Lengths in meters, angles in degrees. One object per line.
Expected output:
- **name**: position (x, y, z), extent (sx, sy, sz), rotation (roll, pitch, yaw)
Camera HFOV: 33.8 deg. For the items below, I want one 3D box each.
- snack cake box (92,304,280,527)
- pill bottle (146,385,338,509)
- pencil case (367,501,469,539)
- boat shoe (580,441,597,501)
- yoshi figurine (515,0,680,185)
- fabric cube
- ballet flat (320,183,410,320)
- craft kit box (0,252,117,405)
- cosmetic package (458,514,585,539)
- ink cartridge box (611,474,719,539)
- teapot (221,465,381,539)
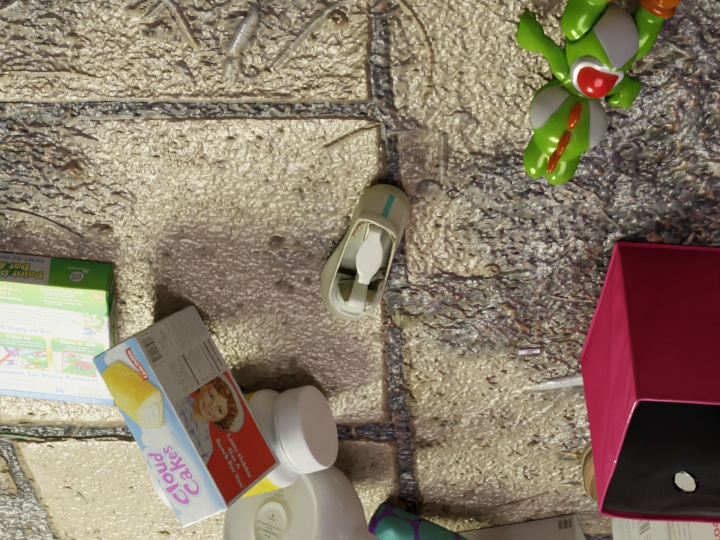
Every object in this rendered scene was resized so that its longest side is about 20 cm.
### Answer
- **snack cake box**: position (-0.180, 0.150, 1.242), extent (0.067, 0.115, 0.200), rotation (-27, 92, 28)
- **pill bottle**: position (-0.135, 0.202, 1.363), extent (0.199, 0.115, 0.114), rotation (-17, 133, 20)
- **pencil case**: position (0.095, 0.375, 1.513), extent (0.199, 0.093, 0.085), rotation (25, 149, 5)
- **boat shoe**: position (0.311, 0.226, 1.397), extent (0.072, 0.068, 0.200), rotation (6, 137, -6)
- **yoshi figurine**: position (0.188, -0.171, 0.989), extent (0.112, 0.112, 0.200), rotation (-14, 136, -45)
- **fabric cube**: position (0.338, 0.114, 1.185), extent (0.195, 0.200, 0.200), rotation (3, 136, -1)
- **ballet flat**: position (0.000, 0.000, 1.178), extent (0.069, 0.070, 0.200), rotation (10, 136, -7)
- **craft kit box**: position (-0.365, 0.063, 1.281), extent (0.199, 0.049, 0.198), rotation (6, 139, -4)
- **cosmetic package**: position (0.200, 0.383, 1.582), extent (0.199, 0.051, 0.083), rotation (-14, 135, 17)
- **ink cartridge box**: position (0.433, 0.342, 1.456), extent (0.146, 0.147, 0.200), rotation (23, 133, -20)
- **teapot**: position (-0.065, 0.322, 1.451), extent (0.197, 0.200, 0.146), rotation (-42, 140, 20)
